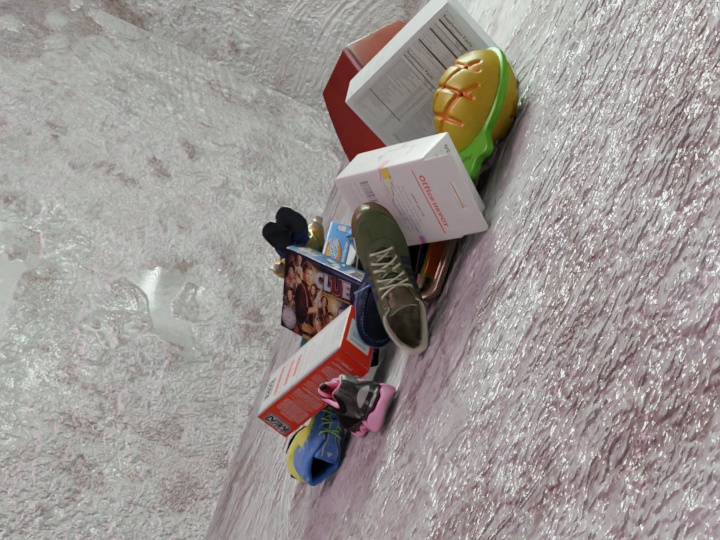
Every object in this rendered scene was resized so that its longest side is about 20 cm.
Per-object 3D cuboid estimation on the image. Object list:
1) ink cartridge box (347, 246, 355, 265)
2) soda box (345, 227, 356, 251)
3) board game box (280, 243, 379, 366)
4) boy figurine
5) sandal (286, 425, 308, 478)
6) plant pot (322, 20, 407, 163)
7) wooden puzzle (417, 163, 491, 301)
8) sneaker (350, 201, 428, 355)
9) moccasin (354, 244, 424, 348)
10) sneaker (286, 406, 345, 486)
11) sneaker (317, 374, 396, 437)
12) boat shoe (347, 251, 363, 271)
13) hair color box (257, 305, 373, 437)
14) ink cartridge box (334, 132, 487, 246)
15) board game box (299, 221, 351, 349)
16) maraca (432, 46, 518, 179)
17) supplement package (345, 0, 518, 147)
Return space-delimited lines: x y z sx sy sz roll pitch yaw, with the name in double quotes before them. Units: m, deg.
"ink cartridge box" 0.040 -0.064 1.970 0.148 0.075 0.202 -123 57 -82
"soda box" 0.058 -0.097 1.716 0.064 0.068 0.201 -15 32 44
"board game box" -0.046 0.053 1.735 0.199 0.034 0.137 23 116 42
"boy figurine" -0.104 -0.040 1.876 0.125 0.064 0.200 -51 -17 -8
"sandal" -0.093 0.296 1.933 0.201 0.047 0.076 122 169 -50
"plant pot" 0.053 -0.295 1.871 0.199 0.177 0.200 -32 -13 -32
"wooden puzzle" 0.111 -0.058 1.551 0.185 0.037 0.202 -147 80 -83
"sneaker" 0.045 0.017 1.405 0.090 0.066 0.202 -121 13 -65
"moccasin" 0.041 0.003 1.514 0.068 0.080 0.202 138 147 -69
"sneaker" -0.041 0.240 1.699 0.202 0.075 0.105 -66 25 6
"sneaker" -0.016 0.177 1.538 0.200 0.094 0.080 131 160 -73
"boat shoe" 0.000 0.000 1.788 0.074 0.060 0.202 -68 -1 -83
"hair color box" -0.063 0.150 1.653 0.200 0.061 0.102 -40 20 33
"ink cartridge box" 0.076 -0.100 1.415 0.199 0.117 0.068 -7 31 45
"board game box" -0.060 0.042 1.906 0.153 0.044 0.201 -77 1 -46
"maraca" 0.147 -0.200 1.460 0.137 0.106 0.202 -34 40 59
"supplement package" 0.101 -0.275 1.615 0.200 0.151 0.152 -42 14 16
